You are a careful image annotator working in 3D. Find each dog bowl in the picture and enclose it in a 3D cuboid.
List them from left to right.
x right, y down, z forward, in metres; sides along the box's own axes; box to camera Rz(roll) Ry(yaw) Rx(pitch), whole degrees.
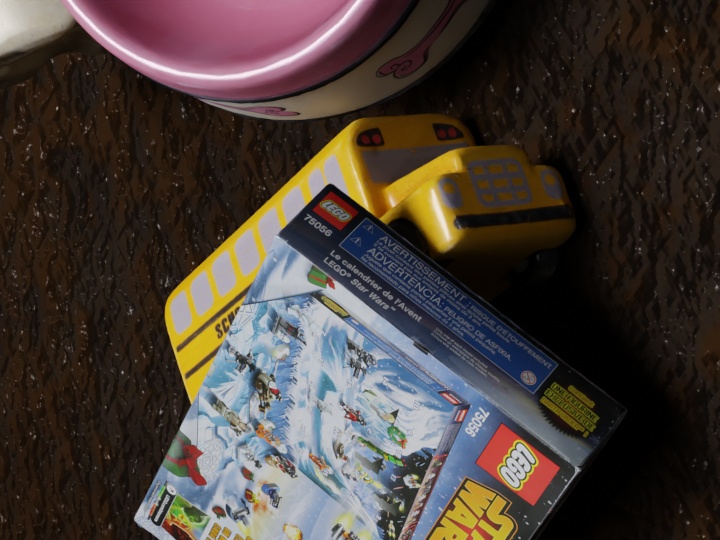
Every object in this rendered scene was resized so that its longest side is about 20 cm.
[{"bbox_3d":[-0.040,-0.152,1.085,0.200,0.074,0.200,3,98,23],"label":"dog bowl"}]

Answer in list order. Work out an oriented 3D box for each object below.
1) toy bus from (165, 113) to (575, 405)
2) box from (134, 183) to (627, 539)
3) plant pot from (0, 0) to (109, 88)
[{"bbox_3d":[0.000,0.000,1.139,0.200,0.065,0.078,-41,61,50],"label":"toy bus"},{"bbox_3d":[0.002,0.075,1.096,0.137,0.040,0.200,38,140,7],"label":"box"},{"bbox_3d":[-0.150,-0.180,1.231,0.200,0.200,0.184,-21,89,54],"label":"plant pot"}]
